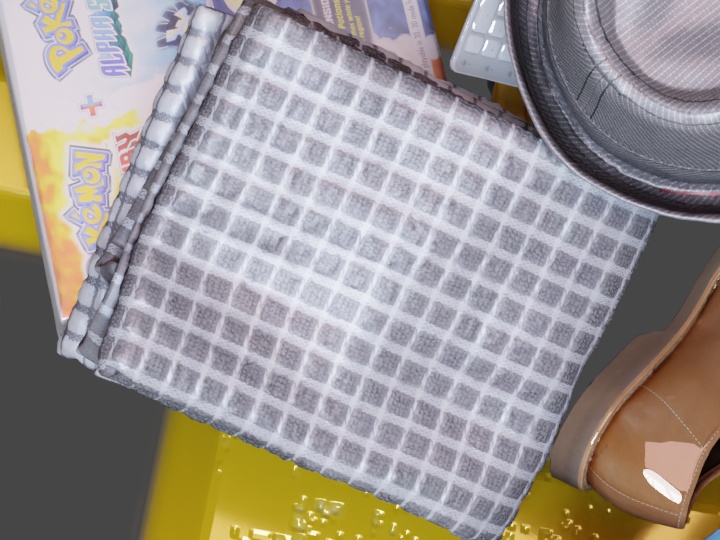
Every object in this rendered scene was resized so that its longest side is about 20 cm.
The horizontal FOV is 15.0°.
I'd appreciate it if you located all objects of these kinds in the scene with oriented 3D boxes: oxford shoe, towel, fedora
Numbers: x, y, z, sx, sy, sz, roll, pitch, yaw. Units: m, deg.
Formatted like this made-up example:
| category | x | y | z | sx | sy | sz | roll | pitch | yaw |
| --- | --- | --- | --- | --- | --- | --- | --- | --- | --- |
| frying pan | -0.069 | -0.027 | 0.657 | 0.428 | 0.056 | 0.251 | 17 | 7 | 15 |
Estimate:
| category | x | y | z | sx | sy | sz | roll | pitch | yaw |
| --- | --- | --- | --- | --- | --- | --- | --- | --- | --- |
| oxford shoe | 0.163 | 0.030 | 1.120 | 0.071 | 0.071 | 0.200 | 31 | 64 | 23 |
| towel | 0.000 | 0.000 | 1.077 | 0.200 | 0.086 | 0.166 | 24 | 96 | -15 |
| fedora | 0.148 | -0.113 | 1.010 | 0.200 | 0.090 | 0.177 | -31 | 84 | 0 |

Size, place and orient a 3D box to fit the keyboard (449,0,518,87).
| category | x | y | z | sx | sy | sz | roll | pitch | yaw |
| --- | --- | --- | --- | --- | --- | --- | --- | --- | --- |
| keyboard | 0.124 | -0.090 | 1.129 | 0.200 | 0.011 | 0.056 | 10 | 115 | -36 |

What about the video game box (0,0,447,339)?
| category | x | y | z | sx | sy | sz | roll | pitch | yaw |
| --- | --- | --- | --- | --- | --- | --- | --- | --- | --- |
| video game box | -0.058 | -0.085 | 1.156 | 0.182 | 0.047 | 0.201 | -12 | 77 | -7 |

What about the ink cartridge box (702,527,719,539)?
| category | x | y | z | sx | sy | sz | roll | pitch | yaw |
| --- | --- | --- | --- | --- | --- | --- | --- | --- | --- |
| ink cartridge box | 0.108 | 0.217 | 1.072 | 0.200 | 0.084 | 0.145 | -35 | 81 | -12 |

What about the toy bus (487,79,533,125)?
| category | x | y | z | sx | sy | sz | roll | pitch | yaw |
| --- | --- | --- | --- | --- | --- | --- | --- | --- | --- |
| toy bus | 0.102 | -0.156 | 1.172 | 0.065 | 0.078 | 0.201 | 11 | 75 | -2 |
